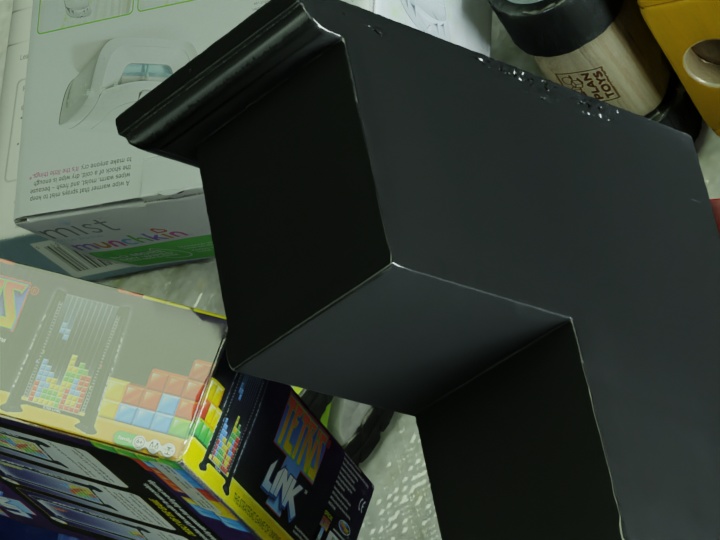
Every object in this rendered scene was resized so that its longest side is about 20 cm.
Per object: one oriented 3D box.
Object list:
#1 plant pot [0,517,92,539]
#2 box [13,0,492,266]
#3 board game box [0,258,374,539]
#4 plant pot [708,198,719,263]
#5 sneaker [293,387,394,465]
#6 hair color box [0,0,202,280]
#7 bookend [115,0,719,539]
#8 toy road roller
[{"bbox_3d":[-0.156,0.164,1.205,0.200,0.180,0.200,-1,65,31],"label":"plant pot"},{"bbox_3d":[-0.048,-0.103,1.233,0.200,0.097,0.177,-8,73,35],"label":"box"},{"bbox_3d":[-0.099,0.054,1.002,0.165,0.200,0.057,15,74,19],"label":"board game box"},{"bbox_3d":[0.173,0.087,1.033,0.200,0.200,0.183,8,76,35],"label":"plant pot"},{"bbox_3d":[0.000,0.000,1.267,0.081,0.074,0.200,31,82,42],"label":"sneaker"},{"bbox_3d":[-0.125,-0.098,1.403,0.099,0.061,0.200,-10,61,26],"label":"hair color box"},{"bbox_3d":[0.038,0.036,0.904,0.092,0.199,0.200,-33,56,35],"label":"bookend"},{"bbox_3d":[0.160,-0.139,1.212,0.200,0.123,0.146,-7,51,30],"label":"toy road roller"}]
